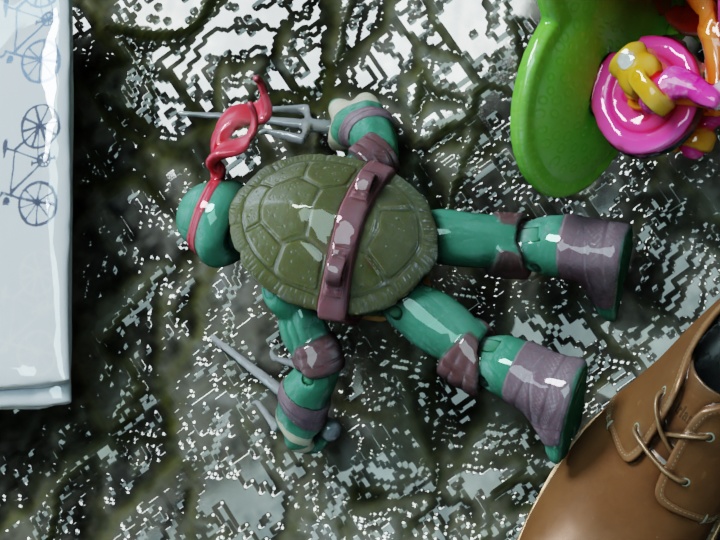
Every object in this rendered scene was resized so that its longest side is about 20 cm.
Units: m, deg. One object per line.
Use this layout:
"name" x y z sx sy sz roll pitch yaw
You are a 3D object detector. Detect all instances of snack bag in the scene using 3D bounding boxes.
"snack bag" -0.212 -0.033 1.175 0.199 0.021 0.189 -4 79 15

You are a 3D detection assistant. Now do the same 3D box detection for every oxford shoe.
"oxford shoe" 0.118 0.065 1.073 0.071 0.071 0.200 39 92 18

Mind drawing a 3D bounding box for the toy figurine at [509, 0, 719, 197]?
"toy figurine" 0.169 -0.101 1.029 0.184 0.150 0.201 19 88 35

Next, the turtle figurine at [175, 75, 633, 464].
"turtle figurine" 0.000 0.000 1.110 0.199 0.101 0.150 16 83 13
